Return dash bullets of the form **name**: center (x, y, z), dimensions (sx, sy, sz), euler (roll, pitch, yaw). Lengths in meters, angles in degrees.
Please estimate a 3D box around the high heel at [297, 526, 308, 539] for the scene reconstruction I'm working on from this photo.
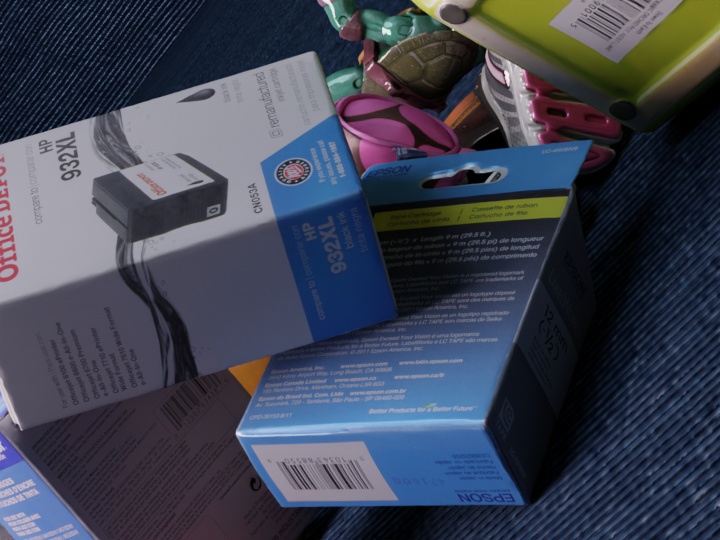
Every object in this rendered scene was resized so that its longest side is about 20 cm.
- **high heel**: center (-0.083, 0.138, 1.531), dimensions (0.143, 0.071, 0.200), euler (-59, 28, 22)

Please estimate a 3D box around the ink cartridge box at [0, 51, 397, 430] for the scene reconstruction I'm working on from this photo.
- **ink cartridge box**: center (-0.097, -0.018, 1.230), dimensions (0.200, 0.084, 0.145), euler (-17, 37, -1)

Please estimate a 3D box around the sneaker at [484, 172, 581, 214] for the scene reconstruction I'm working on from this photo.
- **sneaker**: center (0.047, 0.027, 1.369), dimensions (0.200, 0.075, 0.115), euler (-50, 5, -9)

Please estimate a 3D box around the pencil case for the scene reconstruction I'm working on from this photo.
- **pencil case**: center (0.000, 0.000, 1.454), dimensions (0.091, 0.094, 0.200), euler (-81, 9, -67)

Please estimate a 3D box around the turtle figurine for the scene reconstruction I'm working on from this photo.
- **turtle figurine**: center (0.022, -0.140, 1.493), dimensions (0.200, 0.150, 0.101), euler (-43, 38, 30)

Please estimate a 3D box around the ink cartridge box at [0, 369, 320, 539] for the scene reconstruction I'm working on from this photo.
- **ink cartridge box**: center (-0.129, 0.095, 1.294), dimensions (0.076, 0.200, 0.136), euler (-21, 22, 48)

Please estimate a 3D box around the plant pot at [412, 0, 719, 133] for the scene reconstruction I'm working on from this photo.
- **plant pot**: center (0.144, -0.199, 1.265), dimensions (0.200, 0.199, 0.182), euler (-42, 26, 49)

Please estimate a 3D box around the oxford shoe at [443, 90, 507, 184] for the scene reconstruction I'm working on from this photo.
- **oxford shoe**: center (0.044, -0.030, 1.503), dimensions (0.200, 0.071, 0.073), euler (-55, 16, 7)

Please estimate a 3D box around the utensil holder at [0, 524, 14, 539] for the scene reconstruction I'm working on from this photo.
- **utensil holder**: center (-0.267, 0.249, 1.687), dimensions (0.170, 0.200, 0.170), euler (-52, 13, 18)

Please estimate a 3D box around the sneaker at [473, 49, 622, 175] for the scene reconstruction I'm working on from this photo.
- **sneaker**: center (0.097, -0.138, 1.413), dimensions (0.087, 0.074, 0.200), euler (129, 131, -66)

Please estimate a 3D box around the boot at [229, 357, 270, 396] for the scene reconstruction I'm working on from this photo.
- **boot**: center (-0.069, 0.033, 1.390), dimensions (0.144, 0.201, 0.071), euler (-18, 25, 9)

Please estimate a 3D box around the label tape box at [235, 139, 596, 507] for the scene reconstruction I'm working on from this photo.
- **label tape box**: center (0.040, 0.027, 1.237), dimensions (0.143, 0.066, 0.200), euler (-5, 41, 31)
